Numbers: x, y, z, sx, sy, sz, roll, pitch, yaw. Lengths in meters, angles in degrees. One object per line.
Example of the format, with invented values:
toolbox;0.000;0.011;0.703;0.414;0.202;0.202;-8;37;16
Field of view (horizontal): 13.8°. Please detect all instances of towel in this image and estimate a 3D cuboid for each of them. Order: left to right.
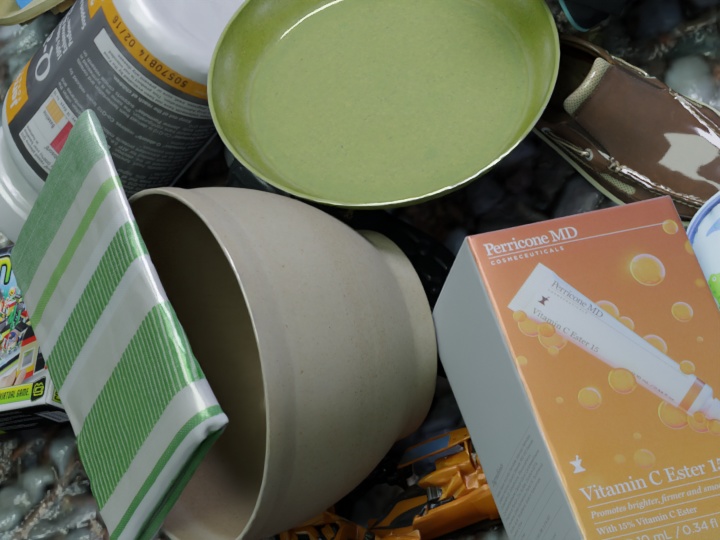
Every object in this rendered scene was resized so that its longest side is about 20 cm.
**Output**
towel;-0.136;0.036;1.635;0.200;0.023;0.153;67;147;25

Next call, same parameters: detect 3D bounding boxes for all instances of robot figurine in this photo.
robot figurine;0.038;0.155;1.654;0.200;0.058;0.145;-22;59;18

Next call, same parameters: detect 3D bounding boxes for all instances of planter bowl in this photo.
planter bowl;-0.043;0.046;1.633;0.200;0.134;0.201;24;118;56

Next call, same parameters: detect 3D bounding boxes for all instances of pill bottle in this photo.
pill bottle;-0.145;-0.101;1.784;0.200;0.116;0.117;-46;53;36

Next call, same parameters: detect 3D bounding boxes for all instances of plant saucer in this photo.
plant saucer;0.014;-0.106;1.674;0.199;0.031;0.200;-6;51;7

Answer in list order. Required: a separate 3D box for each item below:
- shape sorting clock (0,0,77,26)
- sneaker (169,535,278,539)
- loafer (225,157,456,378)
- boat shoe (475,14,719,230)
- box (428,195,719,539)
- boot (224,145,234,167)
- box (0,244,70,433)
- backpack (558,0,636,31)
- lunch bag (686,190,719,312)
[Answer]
shape sorting clock;-0.149;-0.218;1.859;0.200;0.039;0.200;-36;15;11
sneaker;-0.107;0.121;1.725;0.077;0.080;0.200;-40;54;30
loafer;0.000;0.000;1.738;0.200;0.071;0.068;40;50;22
boat shoe;0.140;-0.086;1.687;0.202;0.075;0.075;30;86;33
box;0.132;0.078;1.568;0.124;0.098;0.200;-12;63;-19
boot;0.000;-0.121;1.785;0.200;0.073;0.096;-19;69;30
box;-0.220;0.043;1.803;0.200;0.035;0.110;-12;63;50
backpack;0.137;-0.266;1.695;0.153;0.176;0.200;-28;35;17
lunch bag;0.282;-0.008;1.577;0.200;0.082;0.161;-32;60;13
